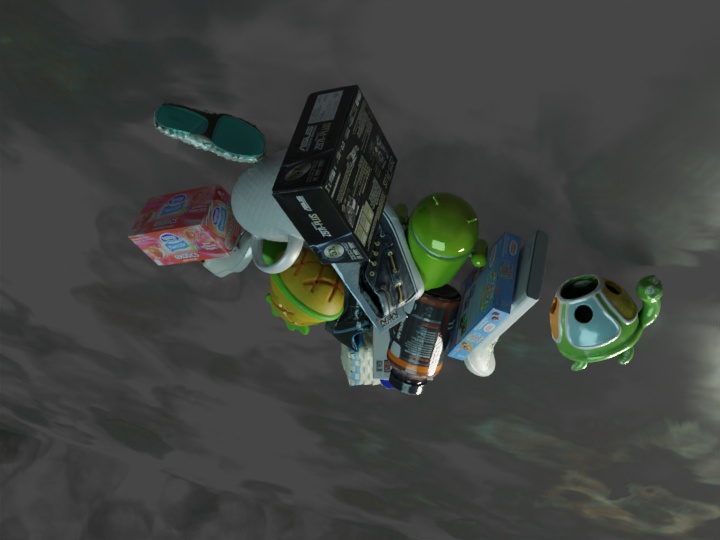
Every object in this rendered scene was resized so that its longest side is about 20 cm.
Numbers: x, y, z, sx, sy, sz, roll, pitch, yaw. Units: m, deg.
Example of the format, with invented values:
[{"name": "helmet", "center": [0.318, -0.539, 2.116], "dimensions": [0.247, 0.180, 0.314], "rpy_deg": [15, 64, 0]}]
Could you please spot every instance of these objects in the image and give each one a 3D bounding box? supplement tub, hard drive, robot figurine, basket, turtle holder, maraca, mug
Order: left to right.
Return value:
[{"name": "mug", "center": [-0.128, -0.094, 1.244], "dimensions": [0.174, 0.203, 0.147], "rpy_deg": [-5, 162, 43]}, {"name": "maraca", "center": [-0.122, 0.055, 1.481], "dimensions": [0.137, 0.107, 0.200], "rpy_deg": [44, 143, 4]}, {"name": "maraca", "center": [-0.106, 0.008, 1.334], "dimensions": [0.200, 0.137, 0.107], "rpy_deg": [49, 116, 13]}, {"name": "basket", "center": [0.059, 0.151, 1.586], "dimensions": [0.197, 0.140, 0.178], "rpy_deg": [-5, 137, -8]}, {"name": "supplement tub", "center": [0.109, 0.122, 1.393], "dimensions": [0.106, 0.107, 0.203], "rpy_deg": [16, 107, 3]}, {"name": "robot figurine", "center": [0.125, -0.048, 1.261], "dimensions": [0.174, 0.116, 0.201], "rpy_deg": [26, 148, 1]}, {"name": "hard drive", "center": [0.256, 0.036, 1.306], "dimensions": [0.026, 0.133, 0.200], "rpy_deg": [21, 148, -6]}, {"name": "turtle holder", "center": [0.407, 0.077, 1.289], "dimensions": [0.184, 0.141, 0.133], "rpy_deg": [-3, 126, 45]}]

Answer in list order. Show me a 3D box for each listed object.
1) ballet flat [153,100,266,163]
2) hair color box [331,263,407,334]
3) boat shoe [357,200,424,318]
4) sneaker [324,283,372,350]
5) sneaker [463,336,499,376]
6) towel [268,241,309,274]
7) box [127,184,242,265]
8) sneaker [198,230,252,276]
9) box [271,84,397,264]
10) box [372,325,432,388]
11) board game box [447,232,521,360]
[{"name": "ballet flat", "center": [-0.238, -0.222, 1.241], "dimensions": [0.198, 0.072, 0.072], "rpy_deg": [21, 149, 6]}, {"name": "hair color box", "center": [0.000, 0.000, 1.312], "dimensions": [0.060, 0.099, 0.201], "rpy_deg": [-32, 111, 7]}, {"name": "boat shoe", "center": [0.026, -0.027, 1.219], "dimensions": [0.071, 0.090, 0.202], "rpy_deg": [-8, 110, 61]}, {"name": "sneaker", "center": [0.005, 0.064, 1.439], "dimensions": [0.082, 0.073, 0.201], "rpy_deg": [42, 131, 18]}, {"name": "sneaker", "center": [0.249, 0.152, 1.539], "dimensions": [0.084, 0.073, 0.201], "rpy_deg": [-1, 142, 31]}, {"name": "towel", "center": [-0.109, -0.016, 1.507], "dimensions": [0.132, 0.035, 0.199], "rpy_deg": [38, 144, -26]}, {"name": "box", "center": [-0.327, -0.085, 1.449], "dimensions": [0.198, 0.104, 0.095], "rpy_deg": [-5, 141, 34]}, {"name": "sneaker", "center": [-0.265, -0.041, 1.494], "dimensions": [0.084, 0.074, 0.199], "rpy_deg": [31, 147, -25]}, {"name": "box", "center": [-0.031, -0.139, 1.122], "dimensions": [0.085, 0.202, 0.164], "rpy_deg": [-3, 143, 28]}, {"name": "box", "center": [0.082, 0.131, 1.475], "dimensions": [0.117, 0.203, 0.041], "rpy_deg": [0, -177, 3]}, {"name": "board game box", "center": [0.213, 0.049, 1.329], "dimensions": [0.036, 0.153, 0.200], "rpy_deg": [19, 149, -6]}]
